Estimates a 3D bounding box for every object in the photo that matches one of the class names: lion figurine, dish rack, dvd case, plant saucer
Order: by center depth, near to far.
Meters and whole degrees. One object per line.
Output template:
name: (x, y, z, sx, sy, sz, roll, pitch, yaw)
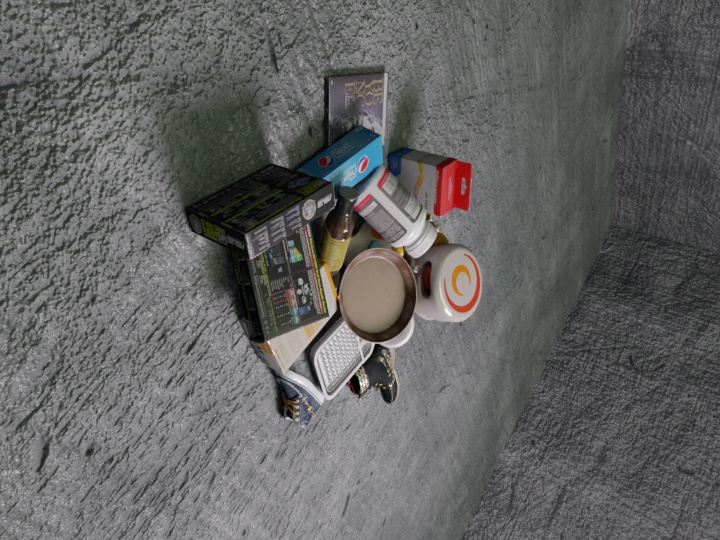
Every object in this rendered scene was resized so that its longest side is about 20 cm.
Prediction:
dvd case: (-0.004, -0.327, 1.104, 0.197, 0.016, 0.155, -27, 127, -46)
plant saucer: (0.036, 0.054, 1.168, 0.193, 0.034, 0.210, 0, 90, -25)
dish rack: (-0.047, 0.189, 1.275, 0.200, 0.042, 0.176, -45, 139, -33)
lion figurine: (0.133, -0.088, 1.294, 0.072, 0.122, 0.202, 40, 85, -29)

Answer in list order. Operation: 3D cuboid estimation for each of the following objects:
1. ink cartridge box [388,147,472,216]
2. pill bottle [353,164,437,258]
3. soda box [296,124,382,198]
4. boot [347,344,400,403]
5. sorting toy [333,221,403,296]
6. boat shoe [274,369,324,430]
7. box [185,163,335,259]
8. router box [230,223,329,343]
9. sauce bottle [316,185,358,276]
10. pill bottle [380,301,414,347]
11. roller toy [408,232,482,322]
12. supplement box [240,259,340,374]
ink cartridge box: (0.159, -0.205, 1.233, 0.066, 0.195, 0.120, -30, 130, -41)
pill bottle: (0.075, -0.125, 1.155, 0.199, 0.110, 0.112, 42, 69, -16)
soda box: (-0.040, -0.204, 1.051, 0.199, 0.063, 0.069, -41, 146, -28)
boot: (0.033, 0.301, 1.423, 0.152, 0.072, 0.211, -32, 127, -38)
sorting toy: (0.000, 0.000, 1.226, 0.174, 0.106, 0.208, -11, 116, -30)
boat shoe: (-0.143, 0.283, 1.158, 0.093, 0.069, 0.202, -61, 147, -20)
box: (-0.160, -0.105, 0.867, 0.199, 0.156, 0.046, -38, 136, -38)
router box: (-0.146, 0.008, 0.953, 0.146, 0.061, 0.209, -16, 97, -39)
sauce bottle: (-0.047, -0.078, 1.068, 0.064, 0.064, 0.204, -31, 152, -42)
pill bottle: (0.079, 0.131, 1.310, 0.200, 0.106, 0.113, 54, 60, -83)
roller toy: (0.202, 0.029, 1.321, 0.182, 0.137, 0.204, -44, 114, -30)
supplement box: (-0.136, 0.085, 1.070, 0.201, 0.072, 0.129, -48, 140, -31)
